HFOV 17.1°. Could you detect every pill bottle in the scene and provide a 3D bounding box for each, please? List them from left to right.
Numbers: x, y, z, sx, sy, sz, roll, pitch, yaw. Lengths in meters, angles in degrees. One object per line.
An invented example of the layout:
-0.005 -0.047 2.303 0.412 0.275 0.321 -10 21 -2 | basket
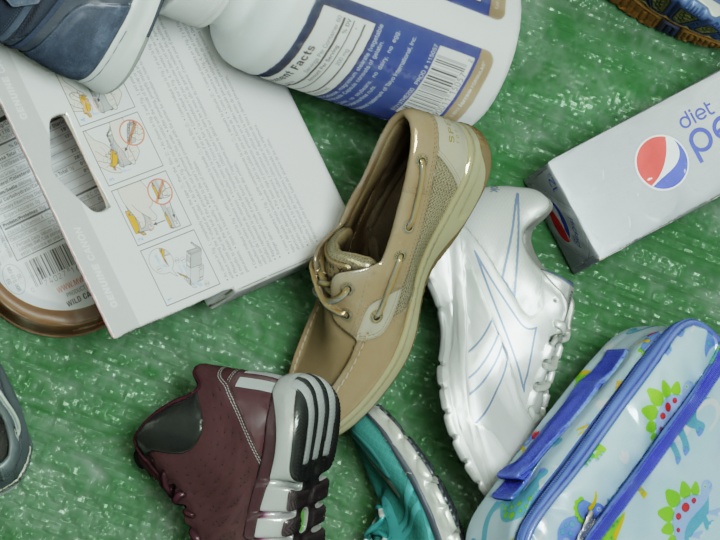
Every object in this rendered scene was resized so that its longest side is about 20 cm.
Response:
-0.017 -0.155 1.368 0.199 0.111 0.112 17 78 -27 | pill bottle

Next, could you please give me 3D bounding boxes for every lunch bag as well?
0.162 0.137 1.363 0.161 0.082 0.200 50 65 -17 | lunch bag

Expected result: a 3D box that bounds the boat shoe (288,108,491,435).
0.000 0.000 1.361 0.064 0.071 0.201 16 104 -41 | boat shoe

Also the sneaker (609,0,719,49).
0.164 -0.215 1.454 0.199 0.075 0.088 34 77 -3 | sneaker

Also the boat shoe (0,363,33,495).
-0.244 0.034 1.354 0.072 0.062 0.201 -27 86 -12 | boat shoe

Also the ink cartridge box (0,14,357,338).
-0.118 -0.074 1.375 0.175 0.045 0.201 -23 84 -31 | ink cartridge box

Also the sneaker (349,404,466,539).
0.027 0.176 1.372 0.079 0.078 0.201 -16 83 -2 | sneaker

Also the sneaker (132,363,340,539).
-0.082 0.146 1.368 0.115 0.076 0.202 14 97 24 | sneaker

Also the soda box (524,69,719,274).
0.203 -0.075 1.443 0.199 0.063 0.069 -29 88 -12 | soda box

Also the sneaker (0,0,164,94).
-0.157 -0.209 1.276 0.146 0.077 0.204 20 96 -34 | sneaker

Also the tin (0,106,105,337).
-0.191 -0.059 1.392 0.111 0.042 0.201 -26 86 -16 | tin

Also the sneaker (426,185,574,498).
0.085 0.043 1.390 0.086 0.075 0.202 -9 84 8 | sneaker
